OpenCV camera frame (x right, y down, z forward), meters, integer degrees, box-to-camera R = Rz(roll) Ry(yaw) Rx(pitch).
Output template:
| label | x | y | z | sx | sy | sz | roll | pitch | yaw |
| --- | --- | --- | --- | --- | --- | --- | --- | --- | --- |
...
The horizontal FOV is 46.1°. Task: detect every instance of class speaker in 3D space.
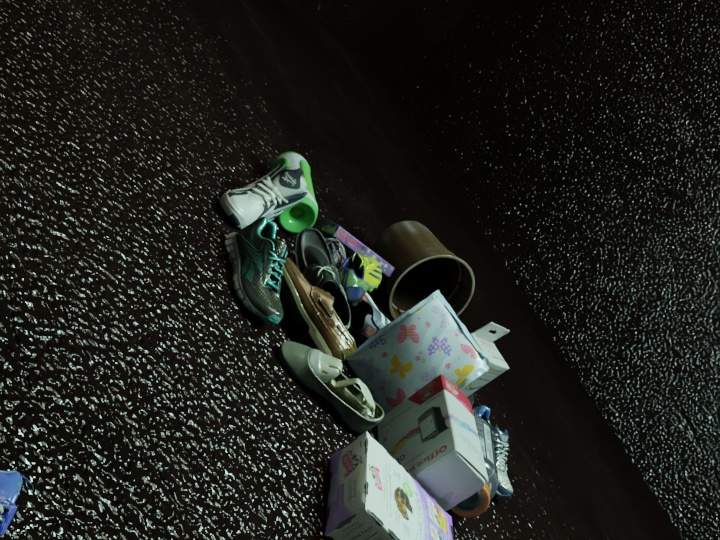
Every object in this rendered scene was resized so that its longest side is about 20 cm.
| label | x | y | z | sx | sy | sz | roll | pitch | yaw |
| --- | --- | --- | --- | --- | --- | --- | --- | --- | --- |
| speaker | -0.134 | -0.159 | 1.686 | 0.088 | 0.088 | 0.200 | 42 | 19 | -32 |

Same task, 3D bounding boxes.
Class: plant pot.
| label | x | y | z | sx | sy | sz | roll | pitch | yaw |
| --- | --- | --- | --- | --- | --- | --- | --- | --- | --- |
| plant pot | 0.128 | -0.002 | 1.915 | 0.200 | 0.200 | 0.198 | 40 | 13 | -36 |

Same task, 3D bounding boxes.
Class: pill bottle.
| label | x | y | z | sx | sy | sz | roll | pitch | yaw |
| --- | --- | --- | --- | --- | --- | --- | --- | --- | --- |
| pill bottle | 0.185 | 0.343 | 1.478 | 0.106 | 0.106 | 0.200 | 49 | 17 | -12 |

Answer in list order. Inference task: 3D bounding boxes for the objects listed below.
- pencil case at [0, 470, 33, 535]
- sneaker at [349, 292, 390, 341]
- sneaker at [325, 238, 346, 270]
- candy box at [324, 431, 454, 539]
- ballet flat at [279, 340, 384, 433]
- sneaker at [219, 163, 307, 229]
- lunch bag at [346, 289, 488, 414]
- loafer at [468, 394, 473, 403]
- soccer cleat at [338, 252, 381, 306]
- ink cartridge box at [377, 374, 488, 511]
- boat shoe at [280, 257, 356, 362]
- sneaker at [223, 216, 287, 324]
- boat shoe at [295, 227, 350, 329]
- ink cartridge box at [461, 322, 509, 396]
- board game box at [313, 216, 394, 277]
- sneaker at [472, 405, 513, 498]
| label | x | y | z | sx | sy | sz | roll | pitch | yaw |
| --- | --- | --- | --- | --- | --- | --- | --- | --- | --- |
| pencil case | -0.322 | 0.133 | 0.563 | 0.200 | 0.087 | 0.078 | 41 | 43 | -32 |
| sneaker | 0.030 | 0.119 | 1.585 | 0.200 | 0.075 | 0.084 | 45 | 14 | 7 |
| sneaker | -0.060 | -0.028 | 1.585 | 0.080 | 0.075 | 0.200 | 20 | 16 | 2 |
| candy box | 0.044 | 0.346 | 1.146 | 0.200 | 0.071 | 0.168 | 48 | 17 | -17 |
| ballet flat | -0.038 | 0.168 | 1.296 | 0.200 | 0.064 | 0.067 | 47 | 30 | -19 |
| sneaker | -0.160 | -0.139 | 1.493 | 0.080 | 0.129 | 0.199 | 55 | 16 | 10 |
| lunch bag | 0.105 | 0.156 | 1.480 | 0.170 | 0.200 | 0.127 | 53 | 16 | 5 |
| loafer | 0.206 | 0.236 | 1.843 | 0.201 | 0.068 | 0.071 | -98 | 165 | -64 |
| soccer cleat | 0.001 | 0.000 | 1.577 | 0.064 | 0.084 | 0.200 | 10 | 20 | 13 |
| ink cartridge box | 0.107 | 0.279 | 1.322 | 0.086 | 0.147 | 0.200 | 46 | 16 | -19 |
| boat shoe | -0.077 | 0.061 | 1.374 | 0.200 | 0.068 | 0.072 | 62 | -21 | 5 |
| sneaker | -0.150 | -0.008 | 1.314 | 0.078 | 0.091 | 0.200 | 32 | 26 | -48 |
| boat shoe | -0.060 | 0.016 | 1.444 | 0.072 | 0.068 | 0.201 | -8 | 74 | -23 |
| ink cartridge box | 0.201 | 0.185 | 1.600 | 0.116 | 0.200 | 0.068 | 22 | 33 | -59 |
| board game box | -0.026 | -0.054 | 1.770 | 0.120 | 0.032 | 0.200 | 32 | -3 | 45 |
| sneaker | 0.261 | 0.356 | 1.695 | 0.077 | 0.085 | 0.200 | 31 | 28 | -52 |
